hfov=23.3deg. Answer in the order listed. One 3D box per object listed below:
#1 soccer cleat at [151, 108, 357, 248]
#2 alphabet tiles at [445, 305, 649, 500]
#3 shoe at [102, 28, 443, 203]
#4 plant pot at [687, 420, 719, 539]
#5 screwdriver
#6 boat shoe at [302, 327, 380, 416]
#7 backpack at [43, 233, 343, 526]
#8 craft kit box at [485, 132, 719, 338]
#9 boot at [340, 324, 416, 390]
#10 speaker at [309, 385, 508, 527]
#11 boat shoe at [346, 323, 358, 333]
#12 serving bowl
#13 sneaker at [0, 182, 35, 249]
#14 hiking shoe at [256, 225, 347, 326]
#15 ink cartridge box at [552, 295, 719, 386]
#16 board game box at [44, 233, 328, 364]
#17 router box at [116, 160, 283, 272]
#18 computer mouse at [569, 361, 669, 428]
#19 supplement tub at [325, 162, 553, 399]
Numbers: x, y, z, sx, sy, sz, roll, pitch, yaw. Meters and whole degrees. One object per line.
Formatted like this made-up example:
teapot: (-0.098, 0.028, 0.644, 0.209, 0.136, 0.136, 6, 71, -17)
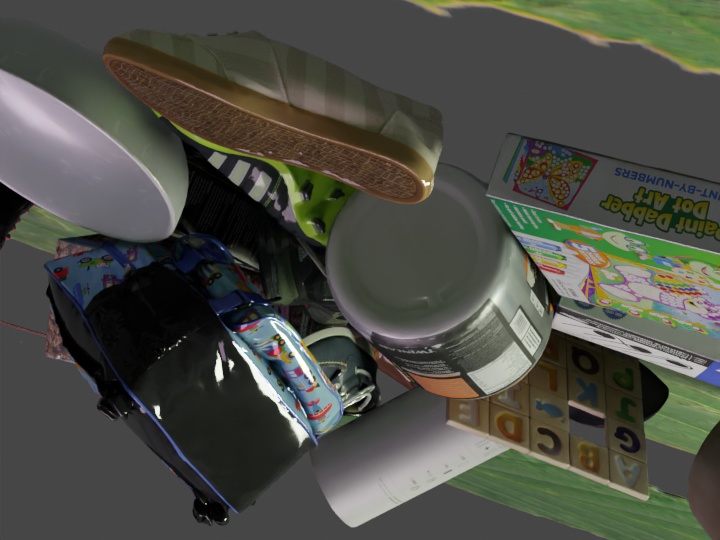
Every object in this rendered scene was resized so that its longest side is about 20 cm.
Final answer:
soccer cleat: (-0.063, -0.079, 1.101, 0.081, 0.068, 0.200, 25, 170, 43)
alphabet tiles: (0.125, 0.075, 1.305, 0.199, 0.168, 0.008, 22, 130, -14)
shoe: (-0.047, -0.097, 0.984, 0.199, 0.054, 0.070, 21, 159, 0)
plant pot: (0.359, 0.188, 1.370, 0.200, 0.200, 0.173, 30, -177, -44)
screwdriver: (-0.051, -0.030, 1.195, 0.029, 0.028, 0.200, 1, -160, -13)
boat shoe: (-0.028, 0.089, 1.385, 0.075, 0.062, 0.200, -23, 169, 8)
backpack: (-0.129, 0.051, 1.232, 0.200, 0.134, 0.183, 45, 172, 46)
craft kit box: (0.192, -0.007, 1.026, 0.197, 0.049, 0.200, 13, 167, 23)
boot: (-0.023, 0.054, 1.649, 0.199, 0.069, 0.188, 12, 167, 42)
speaker: (0.060, 0.130, 1.404, 0.199, 0.081, 0.081, -29, 151, 14)
boat shoe: (0.048, 0.032, 1.397, 0.070, 0.072, 0.201, 24, 176, -22)
serving bowl: (-0.193, -0.102, 1.142, 0.199, 0.066, 0.200, 26, 158, 11)
sneaker: (-0.301, -0.052, 1.404, 0.079, 0.096, 0.200, -6, -173, 32)
hiking shoe: (0.000, 0.000, 1.303, 0.100, 0.076, 0.200, -7, 176, 20)
ink cartridge box: (0.233, 0.046, 1.201, 0.199, 0.044, 0.094, 19, 171, 6)
board game box: (-0.133, 0.027, 1.434, 0.159, 0.097, 0.200, 13, -169, 25)
router box: (-0.170, -0.063, 1.336, 0.200, 0.051, 0.149, 18, 171, 46)
computer mouse: (0.148, 0.100, 1.457, 0.200, 0.140, 0.046, 14, 129, 49)
supplement tub: (0.059, 0.015, 1.156, 0.122, 0.123, 0.200, 16, 169, 19)
